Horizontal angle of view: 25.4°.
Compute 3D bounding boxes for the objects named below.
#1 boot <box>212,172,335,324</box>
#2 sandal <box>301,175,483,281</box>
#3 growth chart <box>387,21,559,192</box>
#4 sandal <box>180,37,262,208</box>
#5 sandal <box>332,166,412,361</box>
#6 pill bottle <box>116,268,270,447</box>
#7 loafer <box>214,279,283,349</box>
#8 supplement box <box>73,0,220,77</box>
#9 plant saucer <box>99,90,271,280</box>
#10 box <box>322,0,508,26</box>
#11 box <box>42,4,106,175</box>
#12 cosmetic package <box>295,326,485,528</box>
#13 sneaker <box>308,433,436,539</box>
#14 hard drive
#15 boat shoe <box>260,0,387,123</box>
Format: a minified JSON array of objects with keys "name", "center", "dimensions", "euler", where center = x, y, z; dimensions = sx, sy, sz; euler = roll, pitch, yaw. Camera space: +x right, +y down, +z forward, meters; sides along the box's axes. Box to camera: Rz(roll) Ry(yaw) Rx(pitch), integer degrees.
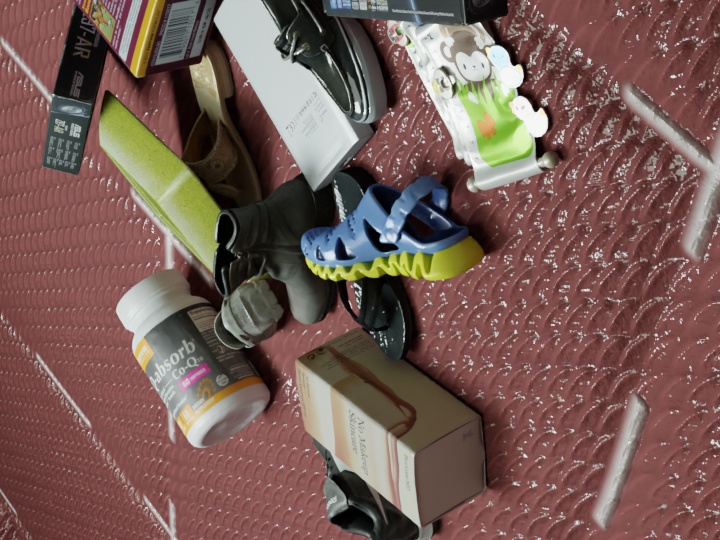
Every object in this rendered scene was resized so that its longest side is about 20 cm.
[{"name":"boot","center":[-0.095,-0.006,1.621],"dimensions":[0.068,0.130,0.201],"euler":[42,146,35]},{"name":"sandal","center":[0.023,-0.039,1.435],"dimensions":[0.199,0.079,0.088],"euler":[-4,107,42]},{"name":"growth chart","center":[0.084,-0.156,1.298],"dimensions":[0.201,0.018,0.145],"euler":[61,152,2]},{"name":"sandal","center":[-0.165,-0.137,1.694],"dimensions":[0.077,0.069,0.213],"euler":[27,136,49]},{"name":"sandal","center":[-0.001,-0.001,1.550],"dimensions":[0.075,0.048,0.202],"euler":[16,126,55]},{"name":"pill bottle","center":[-0.206,0.104,1.932],"dimensions":[0.200,0.116,0.117],"euler":[54,152,17]},{"name":"loafer","center":[-0.131,0.052,1.770],"dimensions":[0.070,0.070,0.200],"euler":[59,170,5]},{"name":"supplement box","center":[-0.235,-0.307,1.625],"dimensions":[0.200,0.085,0.111],"euler":[50,137,25]},{"name":"plant saucer","center":[-0.204,-0.080,1.742],"dimensions":[0.200,0.048,0.200],"euler":[42,170,42]},{"name":"box","center":[0.030,-0.276,1.233],"dimensions":[0.200,0.043,0.161],"euler":[18,121,55]},{"name":"box","center":[-0.311,-0.219,1.777],"dimensions":[0.200,0.043,0.161],"euler":[126,155,-66]},{"name":"cosmetic package","center":[0.028,0.154,1.594],"dimensions":[0.200,0.087,0.104],"euler":[33,139,45]},{"name":"sneaker","center":[-0.011,0.230,1.727],"dimensions":[0.200,0.090,0.067],"euler":[46,148,30]},{"name":"hard drive","center":[-0.067,-0.188,1.524],"dimensions":[0.201,0.027,0.132],"euler":[59,153,6]},{"name":"boat shoe","center":[-0.049,-0.213,1.419],"dimensions":[0.201,0.071,0.072],"euler":[60,153,4]}]
